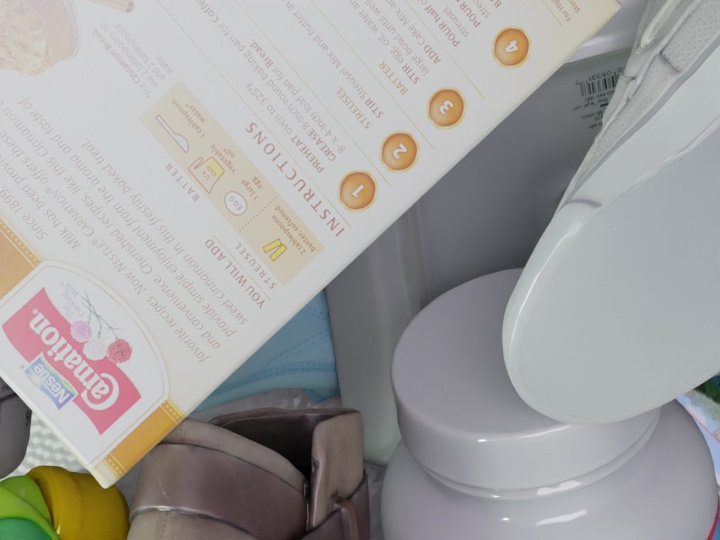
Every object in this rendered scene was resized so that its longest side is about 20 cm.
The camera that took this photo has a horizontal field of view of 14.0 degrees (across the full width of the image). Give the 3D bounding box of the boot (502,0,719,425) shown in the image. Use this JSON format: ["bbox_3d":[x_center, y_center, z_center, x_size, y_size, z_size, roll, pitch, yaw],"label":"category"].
[{"bbox_3d":[0.106,-0.052,0.853,0.073,0.096,0.200,32,109,-24],"label":"boot"}]

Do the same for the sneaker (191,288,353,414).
[{"bbox_3d":[0.000,0.000,1.014,0.199,0.074,0.082,-13,134,-16],"label":"sneaker"}]

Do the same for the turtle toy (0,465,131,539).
[{"bbox_3d":[-0.148,0.136,0.850,0.145,0.101,0.200,8,126,-30],"label":"turtle toy"}]

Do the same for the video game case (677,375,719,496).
[{"bbox_3d":[0.194,0.024,1.048,0.200,0.023,0.182,45,87,-6],"label":"video game case"}]

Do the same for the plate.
[{"bbox_3d":[0.083,-0.023,0.950,0.199,0.032,0.201,-15,131,-5],"label":"plate"}]

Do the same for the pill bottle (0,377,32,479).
[{"bbox_3d":[-0.150,-0.041,0.895,0.113,0.114,0.201,5,101,-6],"label":"pill bottle"}]

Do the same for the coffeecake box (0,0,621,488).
[{"bbox_3d":[-0.054,-0.067,0.820,0.200,0.073,0.154,-43,110,-6],"label":"coffeecake box"}]

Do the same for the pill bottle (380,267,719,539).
[{"bbox_3d":[0.066,0.102,0.949,0.108,0.109,0.201,-17,127,-5],"label":"pill bottle"}]

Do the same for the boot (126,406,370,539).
[{"bbox_3d":[-0.016,0.115,0.888,0.070,0.200,0.147,1,86,21],"label":"boot"}]
